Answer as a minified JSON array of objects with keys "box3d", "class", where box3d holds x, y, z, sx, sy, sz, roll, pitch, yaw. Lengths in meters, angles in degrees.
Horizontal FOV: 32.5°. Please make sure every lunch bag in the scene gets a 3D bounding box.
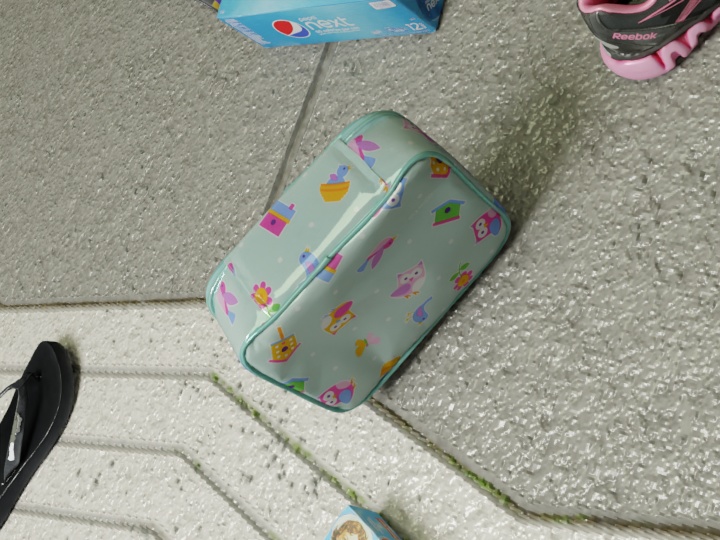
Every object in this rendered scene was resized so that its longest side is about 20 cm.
[{"box3d":[0.000,0.000,0.846,0.200,0.160,0.077,-47,53,8],"class":"lunch bag"}]

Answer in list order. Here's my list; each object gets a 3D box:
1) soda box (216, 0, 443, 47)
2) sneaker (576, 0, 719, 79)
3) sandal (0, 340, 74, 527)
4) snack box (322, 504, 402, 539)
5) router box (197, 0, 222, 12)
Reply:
[{"box3d":[-0.025,-0.234,1.027,0.200,0.064,0.068,5,76,41],"class":"soda box"},{"box3d":[0.221,-0.209,0.783,0.200,0.095,0.079,-42,49,18],"class":"sneaker"},{"box3d":[-0.322,0.158,1.134,0.076,0.043,0.200,27,91,44],"class":"sandal"},{"box3d":[0.025,0.258,0.796,0.200,0.037,0.116,40,100,43],"class":"snack box"},{"box3d":[-0.133,-0.334,1.170,0.200,0.052,0.157,36,97,44],"class":"router box"}]
